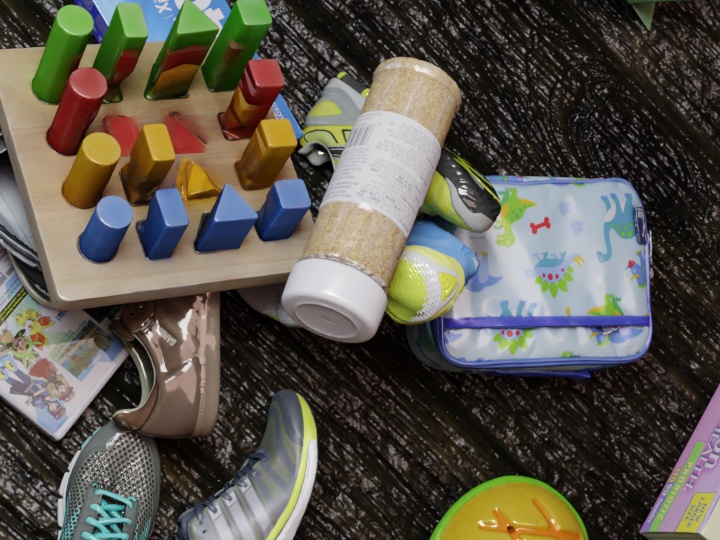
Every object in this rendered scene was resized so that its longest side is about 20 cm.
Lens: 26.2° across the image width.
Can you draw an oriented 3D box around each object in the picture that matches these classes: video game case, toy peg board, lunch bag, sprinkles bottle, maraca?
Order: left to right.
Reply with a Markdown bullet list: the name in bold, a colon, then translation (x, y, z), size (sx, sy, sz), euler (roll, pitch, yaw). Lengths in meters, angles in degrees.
- **video game case**: translation (-0.230, -0.008, 1.135), size (0.182, 0.022, 0.200), euler (41, 69, -10)
- **toy peg board**: translation (-0.129, -0.093, 1.057), size (0.200, 0.098, 0.199), euler (-8, 65, -28)
- **sprinkles bottle**: translation (0.010, -0.051, 1.066), size (0.068, 0.068, 0.200), euler (28, 64, -14)
- **maraca**: translation (0.099, 0.250, 1.168), size (0.137, 0.107, 0.200), euler (38, 71, -9)
- **lunch bag**: translation (0.136, 0.007, 1.239), size (0.200, 0.082, 0.161), euler (2, 83, -19)

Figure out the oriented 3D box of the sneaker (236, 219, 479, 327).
- **sneaker**: translation (0.000, 0.000, 1.159), size (0.105, 0.200, 0.076), euler (-21, 115, -51)

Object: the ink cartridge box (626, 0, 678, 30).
- **ink cartridge box**: translation (0.240, -0.288, 1.278), size (0.200, 0.059, 0.104), euler (34, 64, -55)

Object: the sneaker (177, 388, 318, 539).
- **sneaker**: translation (-0.088, 0.178, 1.131), size (0.081, 0.074, 0.200), euler (22, 72, -13)

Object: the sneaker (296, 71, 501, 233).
- **sneaker**: translation (0.029, -0.075, 1.176), size (0.076, 0.200, 0.075), euler (-53, 138, 4)

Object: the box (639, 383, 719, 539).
- **box**: translation (0.366, 0.200, 1.283), size (0.200, 0.097, 0.176), euler (37, 71, -12)

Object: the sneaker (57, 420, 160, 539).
- **sneaker**: translation (-0.181, 0.200, 1.080), size (0.077, 0.091, 0.200), euler (19, 75, -17)

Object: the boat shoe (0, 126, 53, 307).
- **boat shoe**: translation (-0.249, -0.067, 1.090), size (0.074, 0.066, 0.200), euler (-26, 90, -21)

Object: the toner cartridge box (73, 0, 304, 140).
- **toner cartridge box**: translation (-0.136, -0.164, 1.185), size (0.095, 0.043, 0.200), euler (-32, 93, -21)

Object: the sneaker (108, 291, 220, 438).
- **sneaker**: translation (-0.142, 0.020, 1.112), size (0.075, 0.070, 0.200), euler (0, 75, -17)
